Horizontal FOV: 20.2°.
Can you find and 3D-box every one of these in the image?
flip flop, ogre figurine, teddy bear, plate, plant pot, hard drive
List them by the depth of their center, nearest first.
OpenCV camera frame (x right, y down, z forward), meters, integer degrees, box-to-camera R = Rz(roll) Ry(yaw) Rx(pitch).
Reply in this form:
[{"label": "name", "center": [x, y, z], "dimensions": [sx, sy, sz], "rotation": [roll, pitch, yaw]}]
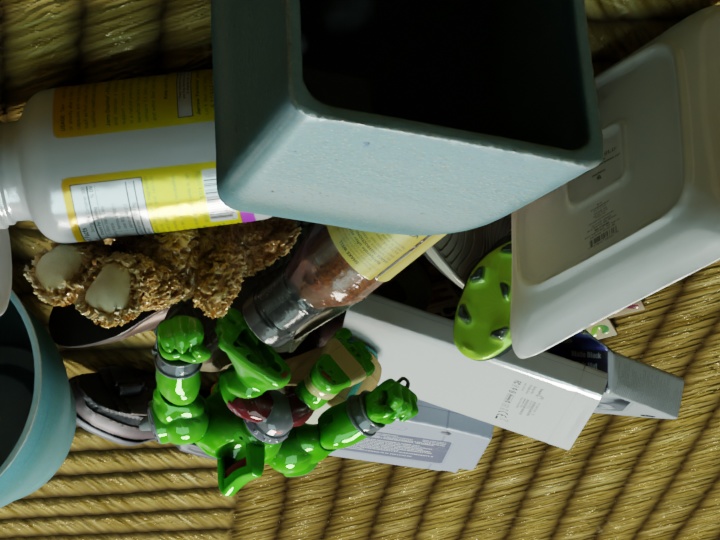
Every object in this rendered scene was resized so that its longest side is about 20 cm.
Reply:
[{"label": "plant pot", "center": [0.002, -0.121, 1.211], "dimensions": [0.196, 0.196, 0.200], "rotation": [9, 154, -25]}, {"label": "plate", "center": [0.165, -0.064, 1.332], "dimensions": [0.032, 0.200, 0.199], "rotation": [30, 136, -34]}, {"label": "teddy bear", "center": [-0.134, -0.006, 1.392], "dimensions": [0.145, 0.200, 0.067], "rotation": [5, 113, 24]}, {"label": "ogre figurine", "center": [-0.073, 0.095, 1.441], "dimensions": [0.200, 0.098, 0.120], "rotation": [1, 142, -42]}, {"label": "flip flop", "center": [0.000, 0.000, 1.547], "dimensions": [0.081, 0.058, 0.200], "rotation": [-17, 147, 17]}, {"label": "plant pot", "center": [-0.308, 0.102, 1.548], "dimensions": [0.200, 0.200, 0.188], "rotation": [-12, 165, 9]}, {"label": "hard drive", "center": [0.080, 0.078, 1.553], "dimensions": [0.200, 0.027, 0.132], "rotation": [18, 157, 2]}]

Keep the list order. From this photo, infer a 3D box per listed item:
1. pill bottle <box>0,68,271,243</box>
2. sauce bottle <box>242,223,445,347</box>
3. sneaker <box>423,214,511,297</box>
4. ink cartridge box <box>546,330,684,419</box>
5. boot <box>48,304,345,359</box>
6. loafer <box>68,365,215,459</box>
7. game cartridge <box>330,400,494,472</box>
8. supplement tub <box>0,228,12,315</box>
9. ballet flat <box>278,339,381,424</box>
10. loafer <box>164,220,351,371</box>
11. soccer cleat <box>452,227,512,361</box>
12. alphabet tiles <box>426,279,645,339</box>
[{"label": "pill bottle", "center": [-0.157, -0.074, 1.337], "dimensions": [0.200, 0.104, 0.104], "rotation": [-6, 151, 0]}, {"label": "sauce bottle", "center": [0.002, -0.021, 1.345], "dimensions": [0.200, 0.066, 0.066], "rotation": [-37, 140, 23]}, {"label": "sneaker", "center": [0.082, -0.008, 1.516], "dimensions": [0.200, 0.075, 0.106], "rotation": [31, 164, -38]}, {"label": "ink cartridge box", "center": [0.133, 0.081, 1.627], "dimensions": [0.199, 0.041, 0.200], "rotation": [3, 168, 33]}, {"label": "boot", "center": [-0.120, 0.044, 1.608], "dimensions": [0.186, 0.064, 0.200], "rotation": [-19, 153, 24]}, {"label": "loafer", "center": [-0.169, 0.110, 1.718], "dimensions": [0.063, 0.072, 0.200], "rotation": [-46, 142, 21]}, {"label": "game cartridge", "center": [0.011, 0.131, 1.748], "dimensions": [0.200, 0.041, 0.133], "rotation": [8, 162, -4]}, {"label": "supplement tub", "center": [-0.351, -0.011, 1.366], "dimensions": [0.200, 0.146, 0.145], "rotation": [-10, 151, 6]}, {"label": "ballet flat", "center": [-0.053, 0.102, 1.594], "dimensions": [0.069, 0.063, 0.200], "rotation": [28, 155, -17]}, {"label": "loafer", "center": [-0.057, 0.017, 1.481], "dimensions": [0.200, 0.076, 0.067], "rotation": [-25, 155, 30]}, {"label": "soccer cleat", "center": [0.137, -0.017, 1.444], "dimensions": [0.067, 0.200, 0.081], "rotation": [30, 175, 28]}, {"label": "alphabet tiles", "center": [0.131, 0.036, 1.693], "dimensions": [0.200, 0.006, 0.166], "rotation": [-15, 150, 15]}]
